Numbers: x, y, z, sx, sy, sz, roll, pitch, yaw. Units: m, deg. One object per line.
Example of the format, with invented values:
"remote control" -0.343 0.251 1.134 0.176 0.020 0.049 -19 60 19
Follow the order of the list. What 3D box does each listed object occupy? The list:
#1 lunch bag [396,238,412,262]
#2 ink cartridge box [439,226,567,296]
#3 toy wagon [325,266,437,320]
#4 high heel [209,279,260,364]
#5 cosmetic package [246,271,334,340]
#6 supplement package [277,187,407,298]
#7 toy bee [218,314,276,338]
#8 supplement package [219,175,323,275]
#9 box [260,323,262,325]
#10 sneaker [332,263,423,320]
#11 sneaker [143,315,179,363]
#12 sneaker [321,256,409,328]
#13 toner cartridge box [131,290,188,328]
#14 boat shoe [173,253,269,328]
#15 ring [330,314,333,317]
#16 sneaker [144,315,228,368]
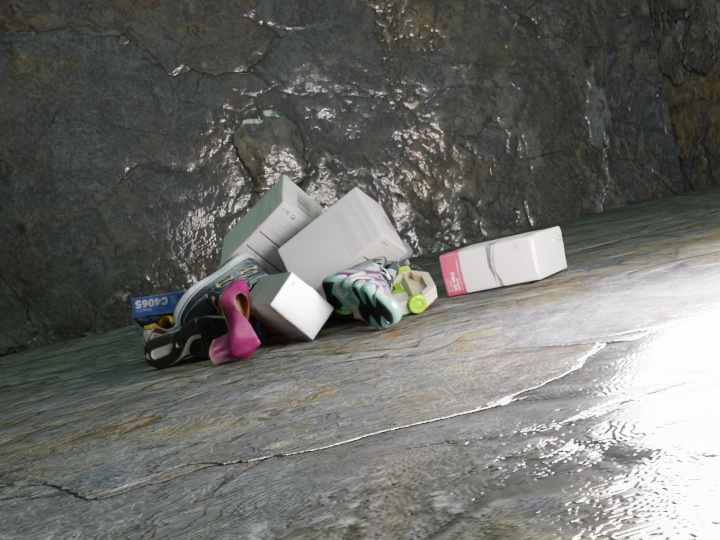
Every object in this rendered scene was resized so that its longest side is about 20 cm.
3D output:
"lunch bag" 0.000 0.000 1.758 0.200 0.122 0.170 -44 -5 12
"ink cartridge box" 0.272 -0.017 1.610 0.197 0.085 0.145 -12 2 37
"toy wagon" 0.034 0.047 1.512 0.195 0.040 0.156 -14 23 -3
"high heel" -0.195 0.075 1.448 0.094 0.068 0.201 -20 28 20
"cosmetic package" -0.134 0.065 1.512 0.072 0.101 0.199 -54 16 -16
"supplement package" -0.035 -0.037 1.612 0.198 0.123 0.119 -36 -25 14
"toy bee" -0.234 0.086 1.705 0.196 0.111 0.131 -12 0 15
"supplement package" -0.179 -0.067 1.724 0.199 0.117 0.118 -42 27 21
"box" -0.163 0.067 1.875 0.156 0.050 0.200 -11 -14 -8
"sneaker" 0.033 0.054 1.623 0.196 0.075 0.080 -17 -20 -22
"sneaker" -0.370 0.128 1.743 0.076 0.084 0.199 -13 1 23
"sneaker" 0.038 0.021 1.416 0.138 0.079 0.199 -29 30 -27
"toner cartridge box" -0.371 0.077 1.776 0.195 0.044 0.095 -8 -15 -3
"boat shoe" -0.261 0.053 1.617 0.200 0.071 0.091 -41 50 -15
"ring" -0.038 0.084 1.734 0.196 0.020 0.200 -12 3 1
"sneaker" -0.292 0.121 1.575 0.196 0.077 0.115 -15 4 16
